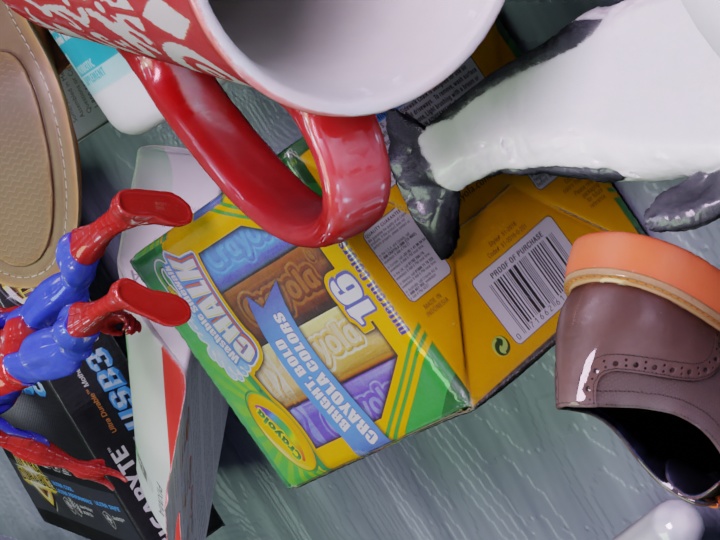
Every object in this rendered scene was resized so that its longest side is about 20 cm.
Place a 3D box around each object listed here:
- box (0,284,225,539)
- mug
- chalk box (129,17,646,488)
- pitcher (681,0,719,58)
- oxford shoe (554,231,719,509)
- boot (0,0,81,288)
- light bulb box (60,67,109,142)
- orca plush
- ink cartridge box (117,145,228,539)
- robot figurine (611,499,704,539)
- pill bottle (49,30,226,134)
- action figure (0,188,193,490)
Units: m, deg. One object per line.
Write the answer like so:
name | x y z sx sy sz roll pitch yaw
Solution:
box | -0.171 0.054 1.387 0.199 0.050 0.200 60 160 -16
mug | -0.059 -0.109 0.911 0.200 0.133 0.178 16 92 55
chalk box | 0.000 0.000 1.082 0.124 0.125 0.200 55 147 -4
pitcher | 0.181 -0.065 0.800 0.200 0.121 0.172 38 146 2
oxford shoe | 0.141 0.061 0.946 0.200 0.073 0.071 31 156 -29
boot | -0.148 -0.095 1.150 0.074 0.155 0.200 -15 91 14
light bulb box | -0.256 -0.107 1.233 0.125 0.200 0.199 -5 116 53
orca plush | 0.110 -0.051 0.937 0.200 0.071 0.105 -30 63 29
ink cartridge box | -0.093 0.068 1.204 0.050 0.200 0.161 6 140 4
robot figurine | 0.147 0.182 1.080 0.200 0.113 0.170 -44 66 57
pill bottle | -0.107 -0.165 1.071 0.200 0.111 0.111 57 148 -6
action figure | -0.111 0.035 1.078 0.099 0.065 0.200 17 151 -32
